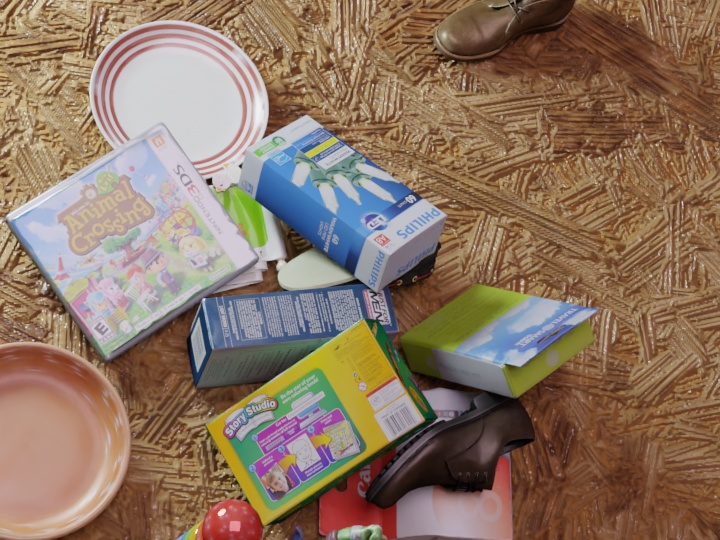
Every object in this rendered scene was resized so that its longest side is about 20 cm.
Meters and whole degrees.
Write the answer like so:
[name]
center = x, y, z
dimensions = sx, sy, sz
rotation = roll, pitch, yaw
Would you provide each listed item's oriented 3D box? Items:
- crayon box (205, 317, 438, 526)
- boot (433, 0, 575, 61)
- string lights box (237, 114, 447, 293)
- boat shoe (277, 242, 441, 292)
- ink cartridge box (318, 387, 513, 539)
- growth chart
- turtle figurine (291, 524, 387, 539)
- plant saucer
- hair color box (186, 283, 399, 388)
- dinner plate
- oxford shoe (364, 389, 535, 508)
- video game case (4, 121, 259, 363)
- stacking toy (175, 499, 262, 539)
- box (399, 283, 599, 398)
[crayon box]
center = -0.040, 0.150, 1.546
dimensions = 0.200, 0.058, 0.119
rotation = -34, 78, 10
[boot]
center = 0.177, -0.311, 1.877
dimensions = 0.199, 0.075, 0.074
rotation = -24, 77, -24
[string lights box]
center = -0.020, -0.072, 1.643
dimensions = 0.200, 0.059, 0.103
rotation = 36, 45, 20
[boat shoe]
center = 0.002, 0.001, 1.671
dimensions = 0.201, 0.063, 0.074
rotation = -20, 38, -31
[ink cartridge box]
center = 0.059, 0.200, 1.621
dimensions = 0.199, 0.050, 0.163
rotation = 9, 64, -18
[growth chart]
center = -0.173, -0.035, 1.659
dimensions = 0.199, 0.018, 0.145
rotation = -18, 81, -21
[turtle figurine]
center = -0.022, 0.312, 1.458
dimensions = 0.144, 0.194, 0.200
rotation = -43, 72, 15
[plant saucer]
center = -0.324, 0.169, 1.518
dimensions = 0.199, 0.037, 0.201
rotation = 7, 66, -15
[hair color box]
center = -0.071, 0.067, 1.610
dimensions = 0.199, 0.100, 0.061
rotation = -4, 64, -20
[dinner plate]
center = -0.200, -0.185, 1.727
dimensions = 0.199, 0.024, 0.201
rotation = 7, 64, -15
[oxford shoe]
center = 0.095, 0.193, 1.574
dimensions = 0.199, 0.073, 0.085
rotation = -28, 74, -21
[video game case]
center = -0.234, -0.032, 1.618
dimensions = 0.200, 0.022, 0.182
rotation = -35, 86, -22
[stacking toy]
center = -0.133, 0.263, 1.443
dimensions = 0.085, 0.200, 0.086
rotation = 7, 65, -15
[box]
center = 0.147, 0.072, 1.628
dimensions = 0.122, 0.200, 0.048
rotation = -33, 114, -27
